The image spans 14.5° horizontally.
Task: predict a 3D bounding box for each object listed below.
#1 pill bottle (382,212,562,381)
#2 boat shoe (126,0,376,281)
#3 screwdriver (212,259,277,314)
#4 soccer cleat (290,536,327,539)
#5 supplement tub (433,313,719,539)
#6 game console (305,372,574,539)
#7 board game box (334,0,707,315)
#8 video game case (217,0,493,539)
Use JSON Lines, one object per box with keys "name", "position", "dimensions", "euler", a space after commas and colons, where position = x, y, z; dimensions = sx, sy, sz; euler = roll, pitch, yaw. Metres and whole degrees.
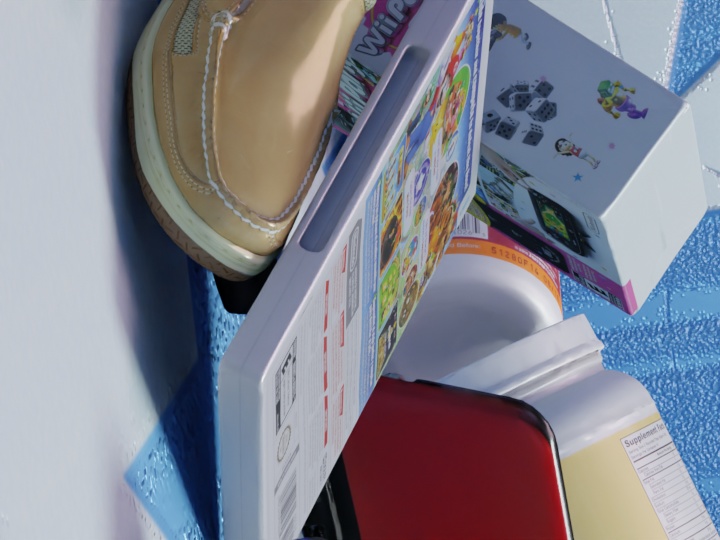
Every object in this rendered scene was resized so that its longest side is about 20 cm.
{"name": "pill bottle", "position": [0.048, -0.029, 1.487], "dimensions": [0.201, 0.109, 0.110], "euler": [-90, 169, -46]}
{"name": "boat shoe", "position": [-0.030, -0.083, 0.967], "dimensions": [0.072, 0.076, 0.201], "euler": [39, 33, -31]}
{"name": "screwdriver", "position": [-0.061, -0.082, 1.048], "dimensions": [0.029, 0.028, 0.201], "euler": [153, -76, -66]}
{"name": "soccer cleat", "position": [-0.005, 0.175, 0.837], "dimensions": [0.065, 0.083, 0.201], "euler": [83, -13, -63]}
{"name": "supplement tub", "position": [0.096, 0.137, 1.351], "dimensions": [0.201, 0.145, 0.145], "euler": [64, 6, 5]}
{"name": "game console", "position": [0.038, 0.103, 1.223], "dimensions": [0.173, 0.118, 0.201], "euler": [-85, 166, -60]}
{"name": "board game box", "position": [0.042, -0.075, 1.168], "dimensions": [0.064, 0.200, 0.148], "euler": [-53, 162, -8]}
{"name": "video game case", "position": [0.000, 0.000, 0.998], "dimensions": [0.143, 0.018, 0.200], "euler": [92, 22, -54]}
